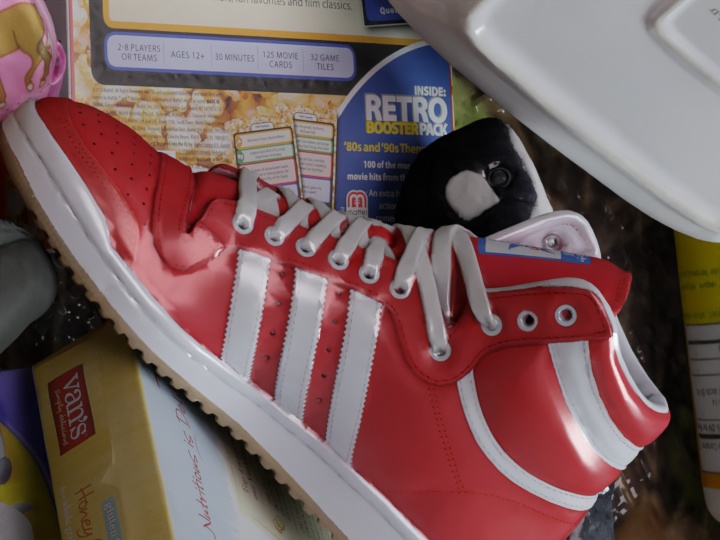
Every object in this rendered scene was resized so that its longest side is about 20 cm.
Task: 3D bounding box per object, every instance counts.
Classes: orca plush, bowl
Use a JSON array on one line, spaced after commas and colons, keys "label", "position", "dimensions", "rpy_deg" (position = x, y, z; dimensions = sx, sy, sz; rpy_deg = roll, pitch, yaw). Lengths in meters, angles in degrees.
[{"label": "orca plush", "position": [0.032, 0.057, 0.921], "dimensions": [0.071, 0.105, 0.201], "rpy_deg": [-9, 97, -16]}, {"label": "bowl", "position": [0.113, -0.097, 0.902], "dimensions": [0.200, 0.199, 0.075], "rpy_deg": [37, 34, -27]}]

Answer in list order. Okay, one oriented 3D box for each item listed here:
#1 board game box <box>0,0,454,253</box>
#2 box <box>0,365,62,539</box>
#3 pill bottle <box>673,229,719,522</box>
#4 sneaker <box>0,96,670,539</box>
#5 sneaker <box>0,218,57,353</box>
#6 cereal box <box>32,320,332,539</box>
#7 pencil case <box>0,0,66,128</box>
[{"label": "board game box", "position": [-0.042, -0.106, 0.942], "dimensions": [0.151, 0.046, 0.201], "rpy_deg": [1, 86, -38]}, {"label": "box", "position": [-0.163, 0.096, 0.802], "dimensions": [0.199, 0.048, 0.118], "rpy_deg": [-10, 66, -32]}, {"label": "pill bottle", "position": [0.169, 0.024, 1.054], "dimensions": [0.109, 0.109, 0.201], "rpy_deg": [-7, 90, -38]}, {"label": "sneaker", "position": [0.000, 0.000, 0.838], "dimensions": [0.112, 0.071, 0.200], "rpy_deg": [-41, 106, 15]}, {"label": "sneaker", "position": [-0.147, 0.059, 0.769], "dimensions": [0.200, 0.076, 0.091], "rpy_deg": [-39, 92, -34]}, {"label": "cereal box", "position": [-0.017, 0.118, 0.867], "dimensions": [0.200, 0.039, 0.144], "rpy_deg": [44, 22, -45]}, {"label": "pencil case", "position": [-0.173, -0.033, 0.814], "dimensions": [0.200, 0.083, 0.087], "rpy_deg": [-37, 115, -34]}]
